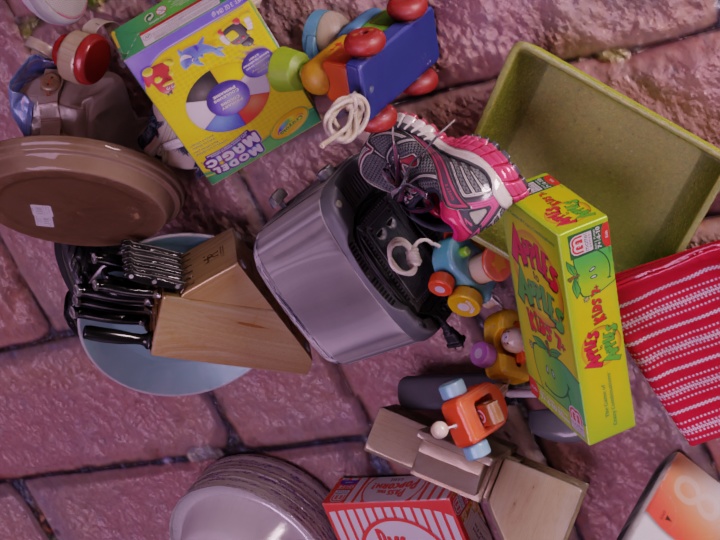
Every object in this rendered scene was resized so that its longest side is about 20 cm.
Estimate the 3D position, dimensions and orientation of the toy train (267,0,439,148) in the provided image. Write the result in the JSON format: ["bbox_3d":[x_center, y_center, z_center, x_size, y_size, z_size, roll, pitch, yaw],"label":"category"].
[{"bbox_3d":[-0.028,-0.157,1.533,0.116,0.200,0.085,10,125,31],"label":"toy train"}]

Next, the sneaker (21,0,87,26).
[{"bbox_3d":[-0.256,-0.302,1.646,0.088,0.081,0.200,17,128,22],"label":"sneaker"}]

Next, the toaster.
[{"bbox_3d":[0.000,0.000,1.683,0.129,0.114,0.200,-24,109,43],"label":"toaster"}]

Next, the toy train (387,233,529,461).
[{"bbox_3d":[0.101,0.053,1.618,0.056,0.150,0.200,-19,90,41],"label":"toy train"}]

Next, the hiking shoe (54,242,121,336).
[{"bbox_3d":[-0.268,0.031,1.872,0.101,0.076,0.200,6,136,34],"label":"hiking shoe"}]

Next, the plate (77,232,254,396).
[{"bbox_3d":[-0.173,0.039,1.816,0.200,0.026,0.200,-6,129,-8],"label":"plate"}]

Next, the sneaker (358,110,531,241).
[{"bbox_3d":[0.051,-0.076,1.536,0.081,0.075,0.200,54,163,-25],"label":"sneaker"}]

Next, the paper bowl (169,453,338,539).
[{"bbox_3d":[-0.109,0.299,1.956,0.200,0.104,0.201,16,128,22],"label":"paper bowl"}]

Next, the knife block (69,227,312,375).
[{"bbox_3d":[-0.164,0.048,1.764,0.175,0.064,0.200,-29,124,11],"label":"knife block"}]

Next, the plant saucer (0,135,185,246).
[{"bbox_3d":[-0.258,-0.067,1.703,0.200,0.030,0.200,3,159,1],"label":"plant saucer"}]

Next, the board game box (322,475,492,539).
[{"bbox_3d":[0.067,0.298,1.888,0.151,0.046,0.200,-7,116,34],"label":"board game box"}]

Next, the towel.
[{"bbox_3d":[0.294,0.061,1.568,0.144,0.023,0.200,-20,122,28],"label":"towel"}]

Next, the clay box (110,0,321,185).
[{"bbox_3d":[-0.114,-0.155,1.602,0.115,0.048,0.200,-30,138,3],"label":"clay box"}]

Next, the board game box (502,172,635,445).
[{"bbox_3d":[0.170,0.032,1.546,0.102,0.048,0.200,-135,29,-57],"label":"board game box"}]

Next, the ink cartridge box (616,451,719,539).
[{"bbox_3d":[0.318,0.275,1.647,0.200,0.162,0.050,36,134,4],"label":"ink cartridge box"}]

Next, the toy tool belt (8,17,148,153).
[{"bbox_3d":[-0.276,-0.151,1.729,0.123,0.125,0.200,20,146,22],"label":"toy tool belt"}]

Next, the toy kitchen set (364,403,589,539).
[{"bbox_3d":[0.078,0.238,1.711,0.200,0.163,0.181,22,93,12],"label":"toy kitchen set"}]

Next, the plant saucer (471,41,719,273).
[{"bbox_3d":[0.188,-0.076,1.560,0.199,0.048,0.200,31,131,9],"label":"plant saucer"}]

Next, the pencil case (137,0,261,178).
[{"bbox_3d":[-0.142,-0.179,1.657,0.078,0.090,0.200,19,129,0],"label":"pencil case"}]

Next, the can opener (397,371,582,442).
[{"bbox_3d":[0.127,0.120,1.719,0.200,0.053,0.067,1,90,33],"label":"can opener"}]
